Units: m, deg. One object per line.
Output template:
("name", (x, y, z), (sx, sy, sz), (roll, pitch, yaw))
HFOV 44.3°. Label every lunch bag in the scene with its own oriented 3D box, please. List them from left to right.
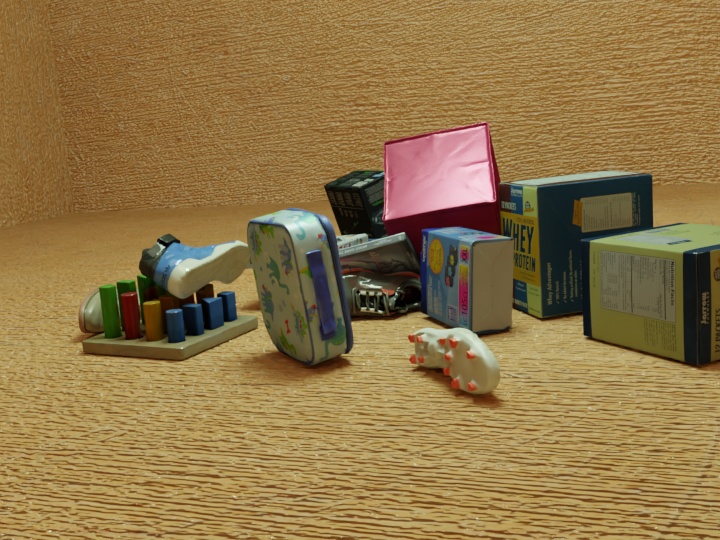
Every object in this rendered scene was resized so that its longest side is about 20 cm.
("lunch bag", (-0.080, 0.021, 1.197), (0.082, 0.203, 0.160), (-17, 13, -26))

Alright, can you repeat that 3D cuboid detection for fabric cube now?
("fabric cube", (0.153, -0.104, 1.545), (0.193, 0.201, 0.202), (-8, 49, 12))

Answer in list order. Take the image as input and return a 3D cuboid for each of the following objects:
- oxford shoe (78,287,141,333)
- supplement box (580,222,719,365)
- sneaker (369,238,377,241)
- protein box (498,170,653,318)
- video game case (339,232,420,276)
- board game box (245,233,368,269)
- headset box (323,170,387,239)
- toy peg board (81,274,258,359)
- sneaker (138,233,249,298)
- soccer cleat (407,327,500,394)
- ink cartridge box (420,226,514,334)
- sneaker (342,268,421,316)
("oxford shoe", (-0.405, 0.062, 1.503), (0.074, 0.072, 0.200), (4, 13, 15))
("supplement box", (0.428, 0.021, 1.153), (0.197, 0.136, 0.199), (-9, 11, -27))
("sneaker", (0.009, -0.020, 1.783), (0.197, 0.071, 0.078), (11, -28, -6))
("protein box", (0.338, -0.046, 1.389), (0.197, 0.202, 0.135), (-7, 10, -15))
("video game case", (0.000, 0.000, 1.475), (0.197, 0.019, 0.143), (-14, -30, 14))
("board game box", (-0.099, -0.034, 1.558), (0.197, 0.035, 0.126), (-3, 9, 26))
("headset box", (0.025, -0.105, 1.908), (0.092, 0.202, 0.174), (-26, 17, -23))
("toy peg board", (-0.297, 0.060, 1.377), (0.197, 0.099, 0.199), (1, 11, 28))
("sneaker", (-0.267, -0.021, 1.406), (0.110, 0.078, 0.199), (27, 27, 20))
("soccer cleat", (0.125, 0.099, 1.059), (0.076, 0.070, 0.200), (-5, 6, -20))
("ink cartridge box", (0.151, 0.009, 1.342), (0.075, 0.139, 0.200), (-3, 9, -19))
("sneaker", (0.024, 0.040, 1.425), (0.197, 0.078, 0.082), (-8, 17, -17))
